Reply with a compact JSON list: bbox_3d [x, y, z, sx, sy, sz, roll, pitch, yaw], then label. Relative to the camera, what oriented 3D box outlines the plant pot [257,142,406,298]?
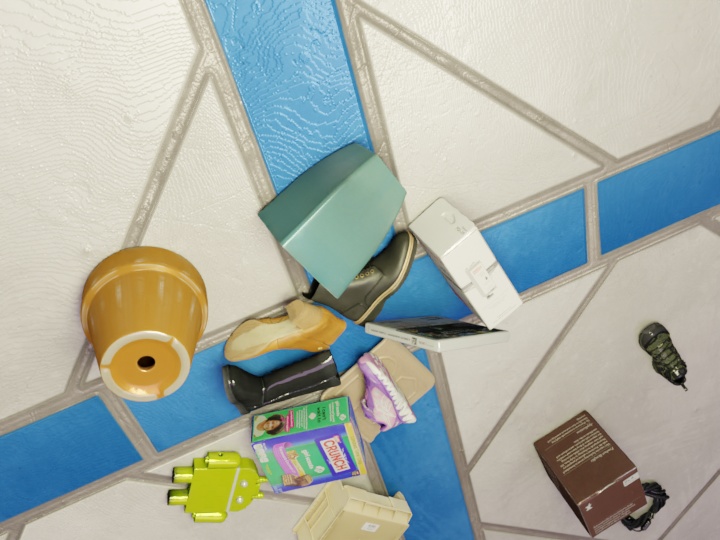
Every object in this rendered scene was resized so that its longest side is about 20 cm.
[{"bbox_3d":[-0.033,-0.094,0.975,0.200,0.141,0.141,-45,124,0],"label":"plant pot"}]

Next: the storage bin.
[{"bbox_3d":[-0.016,0.579,1.392,0.198,0.094,0.200,26,107,-30],"label":"storage bin"}]

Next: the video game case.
[{"bbox_3d":[0.139,0.112,1.099,0.198,0.180,0.024,0,96,-42],"label":"video game case"}]

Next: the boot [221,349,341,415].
[{"bbox_3d":[-0.140,0.193,1.111,0.197,0.067,0.165,-14,153,-3],"label":"boot"}]

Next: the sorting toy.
[{"bbox_3d":[0.036,0.243,1.256,0.200,0.037,0.185,-44,124,2],"label":"sorting toy"}]

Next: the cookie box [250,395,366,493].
[{"bbox_3d":[-0.099,0.348,1.211,0.197,0.076,0.173,-13,127,2],"label":"cookie box"}]

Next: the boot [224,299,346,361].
[{"bbox_3d":[-0.133,0.128,1.108,0.199,0.072,0.144,-29,145,18],"label":"boot"}]

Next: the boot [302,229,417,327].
[{"bbox_3d":[0.000,0.000,1.079,0.137,0.078,0.202,23,108,-24],"label":"boot"}]

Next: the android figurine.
[{"bbox_3d":[-0.289,0.443,1.245,0.197,0.041,0.184,10,114,-23],"label":"android figurine"}]

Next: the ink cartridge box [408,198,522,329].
[{"bbox_3d":[0.187,-0.013,1.093,0.082,0.147,0.200,-39,123,2],"label":"ink cartridge box"}]

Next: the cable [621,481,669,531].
[{"bbox_3d":[0.837,0.696,1.797,0.163,0.051,0.200,-40,123,5],"label":"cable"}]

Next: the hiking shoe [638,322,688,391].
[{"bbox_3d":[0.734,0.204,1.446,0.075,0.101,0.200,-40,124,5],"label":"hiking shoe"}]

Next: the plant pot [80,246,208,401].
[{"bbox_3d":[-0.331,0.095,0.942,0.197,0.184,0.203,-9,122,-15],"label":"plant pot"}]

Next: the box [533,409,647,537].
[{"bbox_3d":[0.559,0.494,1.489,0.164,0.201,0.165,-31,125,0],"label":"box"}]

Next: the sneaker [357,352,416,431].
[{"bbox_3d":[0.035,0.248,1.194,0.088,0.081,0.201,-29,124,2],"label":"sneaker"}]
